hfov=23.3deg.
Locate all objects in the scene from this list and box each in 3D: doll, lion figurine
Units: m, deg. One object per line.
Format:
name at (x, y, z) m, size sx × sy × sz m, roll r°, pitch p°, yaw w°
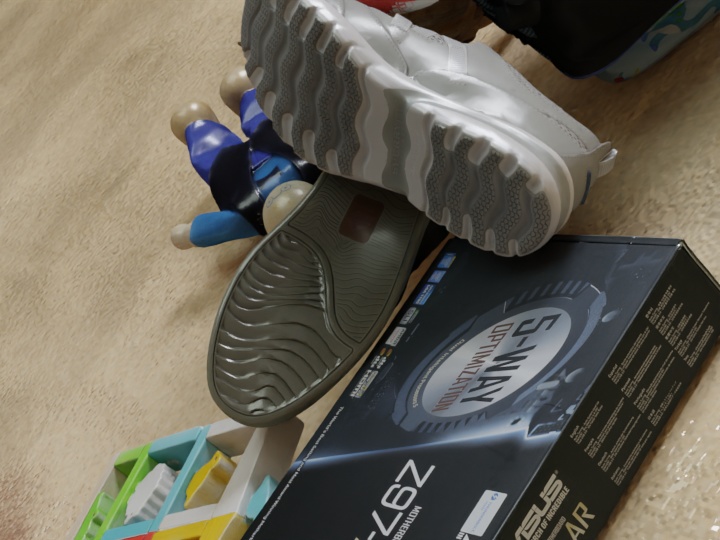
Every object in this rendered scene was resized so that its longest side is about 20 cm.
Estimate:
doll at (-0.063, -0.060, 1.074) m, size 0.136 × 0.049 × 0.200 m, roll -35°, pitch 31°, yaw -3°
lion figurine at (0.024, -0.165, 1.037) m, size 0.122 × 0.073 × 0.200 m, roll -25°, pitch 15°, yaw -19°

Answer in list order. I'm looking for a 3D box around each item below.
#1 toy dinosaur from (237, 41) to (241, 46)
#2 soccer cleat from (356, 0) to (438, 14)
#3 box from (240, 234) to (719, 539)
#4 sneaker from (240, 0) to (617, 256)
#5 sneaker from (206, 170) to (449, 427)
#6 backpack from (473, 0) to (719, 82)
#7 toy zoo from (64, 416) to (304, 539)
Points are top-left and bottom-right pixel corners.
toy dinosaur at (-0.007, -0.107, 0.987) m, size 0.060 × 0.106 × 0.200 m, roll -45°, pitch 29°, yaw -2°
soccer cleat at (-0.006, -0.158, 0.886) m, size 0.200 × 0.085 × 0.069 m, roll 23°, pitch 76°, yaw 48°
box at (0.046, 0.074, 0.736) m, size 0.200 × 0.044 × 0.160 m, roll -54°, pitch 27°, yaw -18°
sneaker at (0.026, -0.076, 0.803) m, size 0.082 × 0.200 × 0.075 m, roll -28°, pitch -34°, yaw -43°
sneaker at (0.000, 0.000, 0.860) m, size 0.200 × 0.075 × 0.106 m, roll -57°, pitch -16°, yaw -14°
backpack at (0.114, -0.206, 0.890) m, size 0.183 × 0.147 × 0.200 m, roll -42°, pitch 50°, yaw 5°
toy zoo at (-0.097, 0.133, 0.857) m, size 0.200 × 0.020 × 0.132 m, roll -21°, pitch 35°, yaw 52°
